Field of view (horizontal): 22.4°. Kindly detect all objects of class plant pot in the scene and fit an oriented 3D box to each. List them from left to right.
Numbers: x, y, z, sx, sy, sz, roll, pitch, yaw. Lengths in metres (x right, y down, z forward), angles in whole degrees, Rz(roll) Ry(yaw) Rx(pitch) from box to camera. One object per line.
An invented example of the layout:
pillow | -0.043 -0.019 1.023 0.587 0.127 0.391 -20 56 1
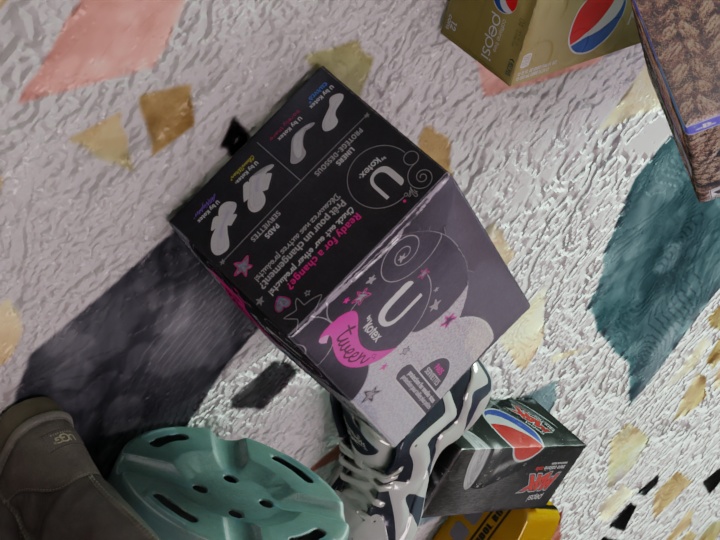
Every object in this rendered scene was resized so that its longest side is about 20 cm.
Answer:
plant pot | -0.106 0.216 1.129 0.200 0.200 0.196 -4 120 -51

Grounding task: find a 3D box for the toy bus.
toy bus | 0.086 0.267 1.534 0.200 0.078 0.065 -56 150 12

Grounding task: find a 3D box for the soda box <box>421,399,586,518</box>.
soda box | 0.093 0.144 1.417 0.200 0.063 0.071 5 121 -55

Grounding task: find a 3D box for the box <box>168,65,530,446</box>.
box | 0.000 0.000 1.073 0.132 0.115 0.200 -46 150 -5

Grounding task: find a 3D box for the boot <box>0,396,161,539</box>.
boot | -0.151 0.190 1.009 0.073 0.200 0.182 -19 139 -40

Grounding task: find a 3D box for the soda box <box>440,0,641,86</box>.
soda box | 0.145 -0.177 1.111 0.200 0.064 0.068 -21 140 -38

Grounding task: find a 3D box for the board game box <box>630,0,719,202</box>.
board game box | 0.254 -0.131 1.072 0.159 0.097 0.200 -21 166 9

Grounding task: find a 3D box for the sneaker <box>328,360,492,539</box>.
sneaker | 0.004 0.131 1.270 0.199 0.079 0.130 -53 149 7
